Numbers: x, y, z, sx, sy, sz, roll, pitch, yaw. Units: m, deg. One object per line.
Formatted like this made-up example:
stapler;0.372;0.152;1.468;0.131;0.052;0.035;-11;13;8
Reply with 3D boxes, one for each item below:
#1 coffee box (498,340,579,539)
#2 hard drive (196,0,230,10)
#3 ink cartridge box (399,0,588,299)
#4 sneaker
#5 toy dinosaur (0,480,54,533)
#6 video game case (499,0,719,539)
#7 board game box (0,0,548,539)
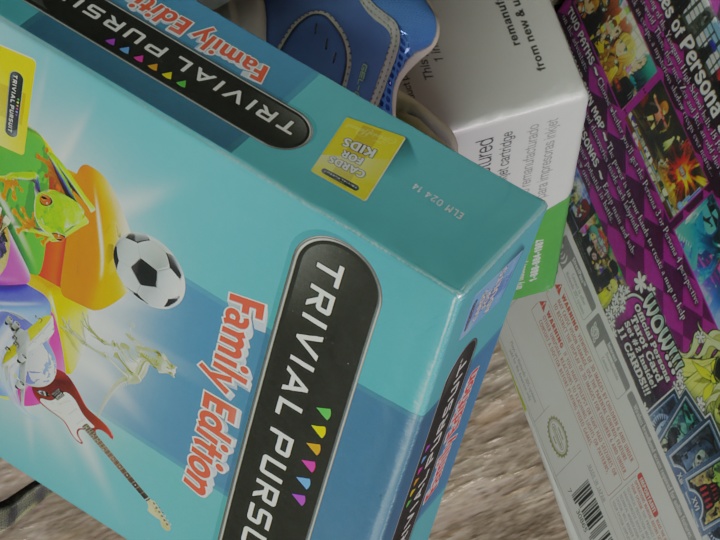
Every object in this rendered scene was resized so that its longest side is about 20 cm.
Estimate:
coffee box;0.186;0.037;1.055;0.199;0.199;0.200;-28;156;18
hard drive;0.008;-0.156;0.649;0.199;0.027;0.132;-26;129;16
ink cartridge box;-0.036;-0.031;0.876;0.199;0.083;0.147;-16;156;-8
sneaker;0.000;0.000;0.777;0.077;0.076;0.201;-16;133;-2
toy dinosaur;-0.164;0.065;0.744;0.088;0.048;0.200;-25;158;22
video game case;0.107;0.002;0.915;0.036;0.201;0.181;-7;153;-31
board game box;-0.062;-0.002;0.712;0.047;0.199;0.151;-44;159;-43
